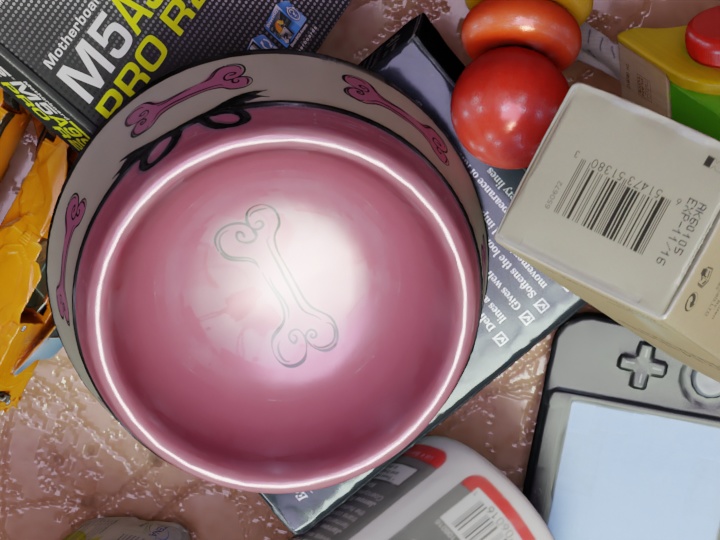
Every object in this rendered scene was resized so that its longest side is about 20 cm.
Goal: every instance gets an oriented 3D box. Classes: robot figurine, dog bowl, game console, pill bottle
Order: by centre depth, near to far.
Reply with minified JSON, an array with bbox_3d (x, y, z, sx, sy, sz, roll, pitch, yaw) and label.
[{"bbox_3d":[-0.037,0.008,1.082,0.200,0.074,0.200,-2,108,-7],"label":"dog bowl"},{"bbox_3d":[-0.007,0.178,1.177,0.200,0.114,0.114,-36,98,-24],"label":"pill bottle"},{"bbox_3d":[0.164,0.139,1.202,0.176,0.116,0.200,11,101,1],"label":"game console"},{"bbox_3d":[-0.166,-0.041,1.206,0.145,0.058,0.200,34,103,22],"label":"robot figurine"}]

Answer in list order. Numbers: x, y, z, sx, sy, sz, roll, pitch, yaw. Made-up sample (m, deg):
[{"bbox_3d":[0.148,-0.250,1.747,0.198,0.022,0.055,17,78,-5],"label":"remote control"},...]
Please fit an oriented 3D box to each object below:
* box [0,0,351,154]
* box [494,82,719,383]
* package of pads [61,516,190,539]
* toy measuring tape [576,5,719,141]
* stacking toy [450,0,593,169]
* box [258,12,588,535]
[{"bbox_3d":[-0.085,-0.147,1.128,0.160,0.044,0.200,43,71,-27],"label":"box"},{"bbox_3d":[0.151,-0.003,1.091,0.095,0.200,0.078,27,88,34],"label":"box"},{"bbox_3d":[-0.130,0.234,1.221,0.068,0.155,0.200,3,102,14],"label":"package of pads"},{"bbox_3d":[0.151,-0.099,1.139,0.074,0.200,0.074,-14,121,-24],"label":"toy measuring tape"},{"bbox_3d":[0.080,-0.139,1.121,0.085,0.085,0.200,6,67,3],"label":"stacking toy"},{"bbox_3d":[0.000,0.000,1.190,0.200,0.107,0.148,-39,97,9],"label":"box"}]
